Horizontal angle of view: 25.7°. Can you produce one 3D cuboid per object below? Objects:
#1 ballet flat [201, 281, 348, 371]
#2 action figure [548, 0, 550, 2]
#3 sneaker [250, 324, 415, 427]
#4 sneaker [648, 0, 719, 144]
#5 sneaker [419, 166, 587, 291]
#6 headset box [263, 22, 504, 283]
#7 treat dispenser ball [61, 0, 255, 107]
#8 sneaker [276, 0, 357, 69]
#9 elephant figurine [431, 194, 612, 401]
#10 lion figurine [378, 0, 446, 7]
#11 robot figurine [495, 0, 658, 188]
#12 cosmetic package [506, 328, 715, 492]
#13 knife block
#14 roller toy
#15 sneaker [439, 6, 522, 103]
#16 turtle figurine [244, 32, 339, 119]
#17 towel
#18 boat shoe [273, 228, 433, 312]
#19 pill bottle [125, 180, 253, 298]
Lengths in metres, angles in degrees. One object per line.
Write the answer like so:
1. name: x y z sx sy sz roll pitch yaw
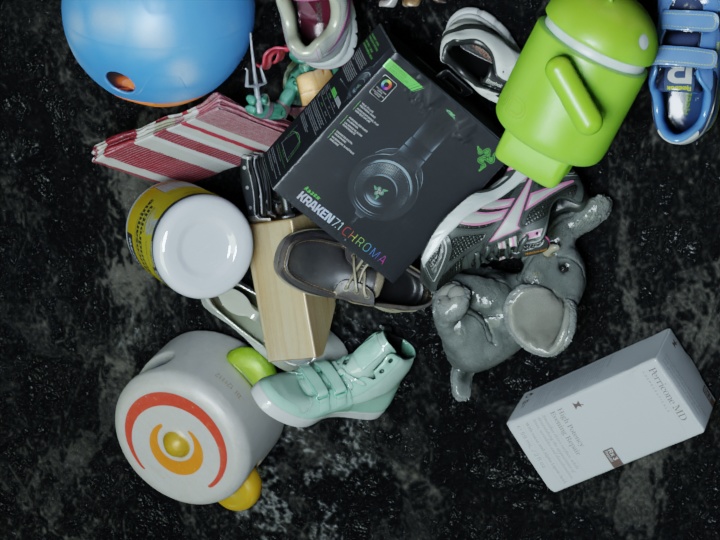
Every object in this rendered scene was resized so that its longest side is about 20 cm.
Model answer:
1. ballet flat: -0.106 0.065 1.828 0.199 0.069 0.070 32 124 8
2. action figure: 0.170 -0.314 1.487 0.119 0.199 0.103 -15 71 54
3. sneaker: -0.027 0.109 1.765 0.074 0.199 0.119 53 124 33
4. sneaker: 0.312 -0.212 1.495 0.073 0.082 0.202 6 115 23
5. sneaker: 0.147 -0.043 1.587 0.200 0.080 0.086 -42 74 -5
6. headset box: 0.032 -0.122 1.598 0.174 0.093 0.200 38 104 -25
7. treat dispenser ball: -0.208 -0.271 1.628 0.199 0.201 0.203 10 119 19
8. sneaker: -0.041 -0.292 1.525 0.081 0.088 0.202 -2 103 12
9. elephant figurine: 0.179 0.028 1.660 0.198 0.142 0.156 -8 142 11
10. lion figurine: -0.009 -0.330 1.596 0.198 0.072 0.124 4 97 7
11. robot figurine: 0.203 -0.180 1.480 0.115 0.175 0.201 31 115 10
12. cosmetic package: 0.271 0.153 1.707 0.199 0.074 0.102 -29 101 34
13. knife block: -0.087 -0.025 1.721 0.063 0.201 0.176 -7 142 28
14. roller toy: -0.195 0.181 1.891 0.181 0.140 0.202 13 120 19
15. sneaker: 0.160 -0.182 1.582 0.199 0.080 0.074 34 122 3
16. turtle figurine: -0.040 -0.176 1.662 0.148 0.101 0.201 -18 110 5
17. towel: -0.179 -0.139 1.731 0.199 0.144 0.023 -17 68 35
18. boat shoe: 0.000 0.000 1.691 0.073 0.199 0.075 6 86 54
19. pill bottle: -0.197 -0.039 1.745 0.113 0.111 0.200 68 164 -17
